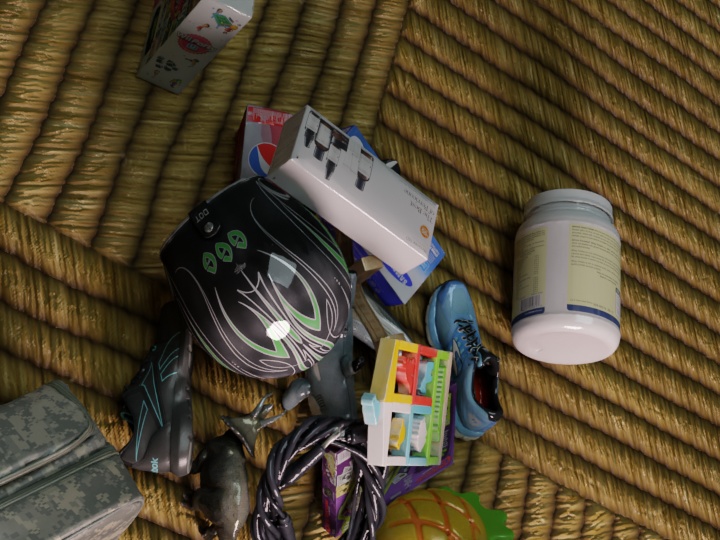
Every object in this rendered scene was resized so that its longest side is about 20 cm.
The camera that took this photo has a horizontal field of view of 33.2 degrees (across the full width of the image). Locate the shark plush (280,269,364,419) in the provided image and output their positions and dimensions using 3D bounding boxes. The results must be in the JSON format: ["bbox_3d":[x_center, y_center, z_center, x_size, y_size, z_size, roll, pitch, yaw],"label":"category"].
[{"bbox_3d":[-0.015,0.099,1.376,0.090,0.083,0.203,9,104,-38],"label":"shark plush"}]

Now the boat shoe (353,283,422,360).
[{"bbox_3d":[0.011,0.074,1.455,0.065,0.075,0.202,-43,115,4],"label":"boat shoe"}]

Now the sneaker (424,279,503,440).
[{"bbox_3d":[0.143,0.106,1.519,0.077,0.090,0.203,-2,74,-34],"label":"sneaker"}]

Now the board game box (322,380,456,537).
[{"bbox_3d":[0.036,0.215,1.406,0.198,0.032,0.122,-24,122,-38],"label":"board game box"}]

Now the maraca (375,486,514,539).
[{"bbox_3d":[0.094,0.306,1.401,0.136,0.108,0.198,32,30,32],"label":"maraca"}]

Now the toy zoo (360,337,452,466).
[{"bbox_3d":[0.050,0.145,1.310,0.199,0.020,0.134,20,75,-64],"label":"toy zoo"}]

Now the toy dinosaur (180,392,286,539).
[{"bbox_3d":[-0.147,0.230,1.271,0.076,0.102,0.203,20,62,-26],"label":"toy dinosaur"}]

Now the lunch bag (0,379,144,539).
[{"bbox_3d":[-0.331,0.209,1.141,0.198,0.140,0.169,-24,71,-38],"label":"lunch bag"}]

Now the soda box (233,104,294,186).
[{"bbox_3d":[-0.118,-0.087,1.419,0.062,0.070,0.203,8,68,-12],"label":"soda box"}]

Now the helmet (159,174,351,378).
[{"bbox_3d":[-0.101,0.018,1.269,0.199,0.200,0.192,-34,82,-37],"label":"helmet"}]

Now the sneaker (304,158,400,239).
[{"bbox_3d":[-0.013,-0.063,1.498,0.200,0.069,0.091,-39,109,-36],"label":"sneaker"}]

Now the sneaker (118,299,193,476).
[{"bbox_3d":[-0.215,0.120,1.282,0.078,0.076,0.203,-1,56,-5],"label":"sneaker"}]

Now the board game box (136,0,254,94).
[{"bbox_3d":[-0.181,-0.315,1.384,0.064,0.199,0.150,20,62,-26],"label":"board game box"}]

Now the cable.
[{"bbox_3d":[-0.043,0.252,1.291,0.161,0.051,0.203,-1,114,-37],"label":"cable"}]

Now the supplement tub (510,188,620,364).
[{"bbox_3d":[0.275,0.009,1.610,0.143,0.144,0.203,19,63,-27],"label":"supplement tub"}]

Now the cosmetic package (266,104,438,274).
[{"bbox_3d":[-0.004,-0.086,1.320,0.199,0.050,0.083,35,51,-25],"label":"cosmetic package"}]

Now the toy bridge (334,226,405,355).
[{"bbox_3d":[0.000,0.000,1.368,0.027,0.067,0.203,-12,78,-27],"label":"toy bridge"}]

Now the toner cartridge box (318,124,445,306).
[{"bbox_3d":[0.012,-0.064,1.445,0.095,0.043,0.201,-48,112,-29],"label":"toner cartridge box"}]
